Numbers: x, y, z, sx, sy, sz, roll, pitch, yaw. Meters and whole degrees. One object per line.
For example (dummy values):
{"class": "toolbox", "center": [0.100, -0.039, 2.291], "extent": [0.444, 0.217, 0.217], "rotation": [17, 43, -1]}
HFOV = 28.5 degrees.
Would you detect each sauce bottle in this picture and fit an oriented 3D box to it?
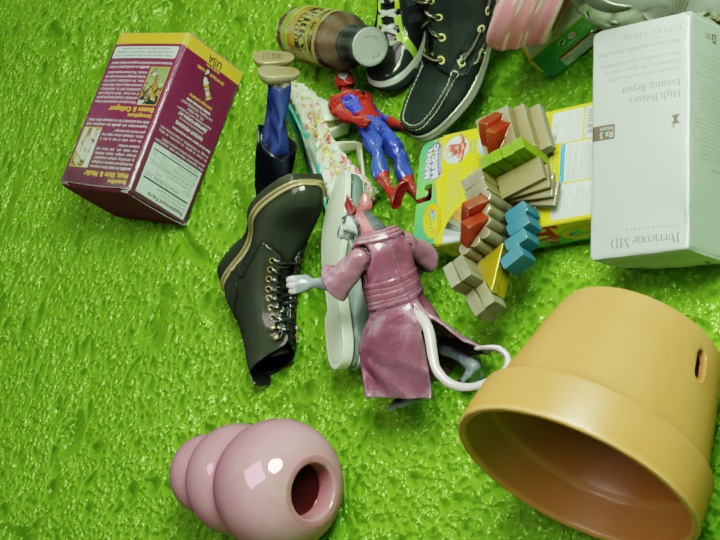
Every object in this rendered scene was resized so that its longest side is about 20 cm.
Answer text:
{"class": "sauce bottle", "center": [-0.028, -0.245, 1.500], "extent": [0.065, 0.065, 0.200], "rotation": [-60, 27, -2]}

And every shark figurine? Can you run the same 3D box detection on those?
{"class": "shark figurine", "center": [0.227, -0.251, 1.240], "extent": [0.128, 0.214, 0.090], "rotation": [-4, 87, 46]}

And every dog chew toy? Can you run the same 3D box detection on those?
{"class": "dog chew toy", "center": [-0.109, 0.199, 1.352], "extent": [0.199, 0.124, 0.125], "rotation": [0, 69, 48]}

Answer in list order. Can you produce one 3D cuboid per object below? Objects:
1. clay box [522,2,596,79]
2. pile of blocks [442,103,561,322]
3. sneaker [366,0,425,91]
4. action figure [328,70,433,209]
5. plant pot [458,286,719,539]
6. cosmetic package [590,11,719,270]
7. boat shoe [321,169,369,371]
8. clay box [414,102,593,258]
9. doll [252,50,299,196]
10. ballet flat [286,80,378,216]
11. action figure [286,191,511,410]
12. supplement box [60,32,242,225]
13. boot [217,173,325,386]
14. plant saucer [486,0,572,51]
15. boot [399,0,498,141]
{"class": "clay box", "center": [0.184, -0.298, 1.405], "extent": [0.115, 0.048, 0.201], "rotation": [-39, 49, 21]}
{"class": "pile of blocks", "center": [0.122, -0.059, 1.243], "extent": [0.082, 0.062, 0.201], "rotation": [-1, 73, 38]}
{"class": "sneaker", "center": [0.034, -0.289, 1.497], "extent": [0.071, 0.083, 0.201], "rotation": [2, 70, 40]}
{"class": "action figure", "center": [0.018, -0.141, 1.453], "extent": [0.200, 0.065, 0.052], "rotation": [58, 135, 40]}
{"class": "plant pot", "center": [0.194, 0.108, 1.111], "extent": [0.199, 0.200, 0.140], "rotation": [7, 56, 41]}
{"class": "cosmetic package", "center": [0.254, -0.106, 1.201], "extent": [0.101, 0.074, 0.201], "rotation": [-7, 77, 44]}
{"class": "boat shoe", "center": [0.000, 0.000, 1.385], "extent": [0.073, 0.061, 0.201], "rotation": [136, 136, -64]}
{"class": "clay box", "center": [0.144, -0.079, 1.318], "extent": [0.199, 0.048, 0.116], "rotation": [-9, 65, 37]}
{"class": "doll", "center": [-0.091, -0.125, 1.481], "extent": [0.137, 0.048, 0.201], "rotation": [-109, 20, -58]}
{"class": "ballet flat", "center": [-0.033, -0.130, 1.497], "extent": [0.064, 0.076, 0.201], "rotation": [-18, 57, -6]}
{"class": "action figure", "center": [0.026, 0.025, 1.274], "extent": [0.149, 0.133, 0.201], "rotation": [-5, 107, 68]}
{"class": "supplement box", "center": [-0.241, -0.166, 1.646], "extent": [0.130, 0.103, 0.201], "rotation": [9, 74, 41]}
{"class": "boot", "center": [-0.074, 0.009, 1.421], "extent": [0.200, 0.077, 0.139], "rotation": [122, 140, -48]}
{"class": "plant saucer", "center": [0.179, -0.281, 1.264], "extent": [0.051, 0.201, 0.201], "rotation": [29, 88, 6]}
{"class": "boot", "center": [0.064, -0.239, 1.343], "extent": [0.073, 0.153, 0.204], "rotation": [32, 93, 46]}
